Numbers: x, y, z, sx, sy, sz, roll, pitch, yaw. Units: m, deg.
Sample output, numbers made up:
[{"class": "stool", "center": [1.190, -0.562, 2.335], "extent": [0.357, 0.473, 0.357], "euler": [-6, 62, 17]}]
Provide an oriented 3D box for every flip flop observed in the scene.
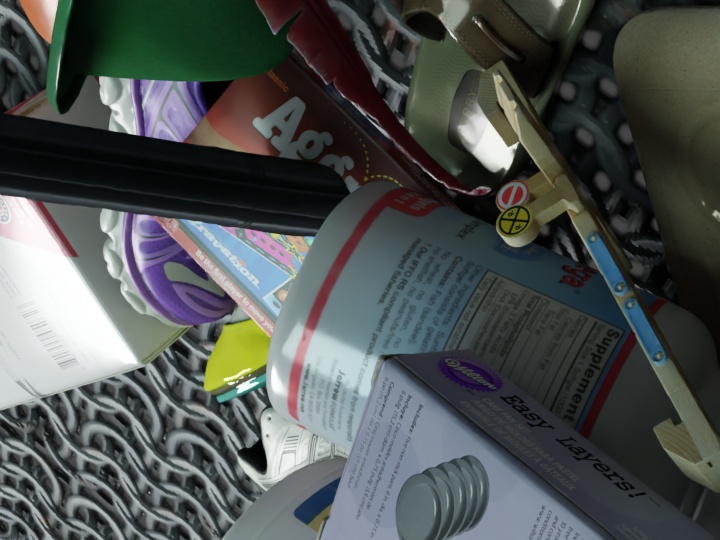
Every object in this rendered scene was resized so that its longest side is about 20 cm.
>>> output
[{"class": "flip flop", "center": [0.046, -0.100, 0.767], "extent": [0.081, 0.058, 0.200], "euler": [34, 142, 19]}]

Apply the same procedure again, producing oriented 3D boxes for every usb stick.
[{"class": "usb stick", "center": [-0.089, -0.040, 0.768], "extent": [0.055, 0.200, 0.033], "euler": [25, 104, 46]}]

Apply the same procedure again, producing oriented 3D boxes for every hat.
[{"class": "hat", "center": [-0.028, -0.118, 0.795], "extent": [0.176, 0.200, 0.166], "euler": [14, 162, -3]}]

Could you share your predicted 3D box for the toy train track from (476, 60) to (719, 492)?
[{"class": "toy train track", "center": [0.079, 0.001, 0.689], "extent": [0.115, 0.033, 0.200], "euler": [47, -166, -48]}]

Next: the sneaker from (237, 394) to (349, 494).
[{"class": "sneaker", "center": [-0.011, 0.083, 0.976], "extent": [0.088, 0.076, 0.200], "euler": [45, 143, 5]}]

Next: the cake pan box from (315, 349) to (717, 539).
[{"class": "cake pan box", "center": [0.050, 0.157, 0.674], "extent": [0.184, 0.052, 0.200], "euler": [37, 118, 42]}]

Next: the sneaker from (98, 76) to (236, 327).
[{"class": "sneaker", "center": [-0.077, -0.047, 0.927], "extent": [0.083, 0.081, 0.200], "euler": [21, 136, 23]}]

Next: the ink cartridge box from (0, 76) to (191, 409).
[{"class": "ink cartridge box", "center": [-0.185, -0.011, 1.061], "extent": [0.200, 0.083, 0.147], "euler": [-18, 109, 51]}]

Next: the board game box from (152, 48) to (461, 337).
[{"class": "board game box", "center": [0.000, 0.000, 0.853], "extent": [0.200, 0.019, 0.103], "euler": [45, 109, 9]}]

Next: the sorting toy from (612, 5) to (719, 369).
[{"class": "sorting toy", "center": [0.197, -0.008, 0.722], "extent": [0.185, 0.036, 0.200], "euler": [7, 123, 42]}]

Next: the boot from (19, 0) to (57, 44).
[{"class": "boot", "center": [-0.174, -0.175, 0.884], "extent": [0.075, 0.107, 0.200], "euler": [10, 131, 38]}]

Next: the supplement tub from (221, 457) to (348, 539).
[{"class": "supplement tub", "center": [0.032, 0.188, 0.837], "extent": [0.200, 0.145, 0.145], "euler": [31, 141, 28]}]

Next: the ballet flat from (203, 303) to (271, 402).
[{"class": "ballet flat", "center": [-0.015, 0.011, 0.933], "extent": [0.200, 0.067, 0.067], "euler": [-21, 93, 46]}]

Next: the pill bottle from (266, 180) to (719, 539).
[{"class": "pill bottle", "center": [0.071, 0.048, 0.764], "extent": [0.200, 0.109, 0.109], "euler": [24, 138, 16]}]
